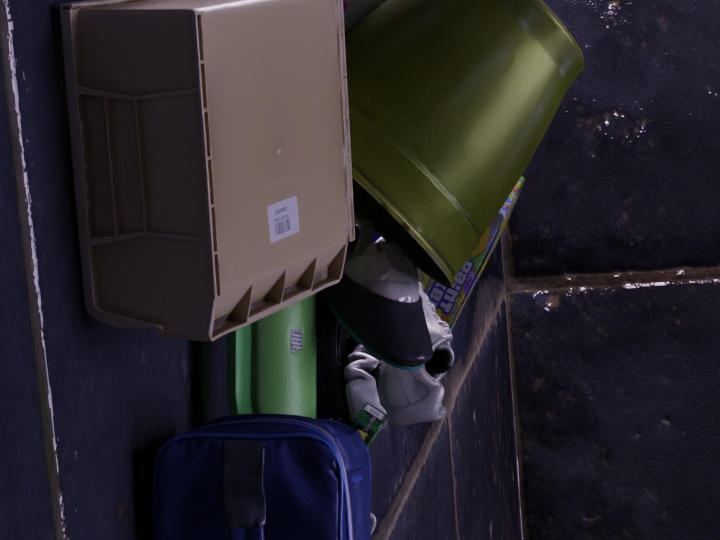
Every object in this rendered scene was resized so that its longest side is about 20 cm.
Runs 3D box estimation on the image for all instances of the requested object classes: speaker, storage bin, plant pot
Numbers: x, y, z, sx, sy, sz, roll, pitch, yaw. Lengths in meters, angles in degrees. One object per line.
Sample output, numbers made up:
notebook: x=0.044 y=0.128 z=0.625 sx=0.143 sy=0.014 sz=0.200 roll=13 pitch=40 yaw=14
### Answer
speaker: x=-0.072 y=0.058 z=1.524 sx=0.088 sy=0.088 sz=0.202 roll=52 pitch=37 yaw=-73
storage bin: x=-0.088 y=-0.075 z=1.305 sx=0.200 sy=0.093 sz=0.201 roll=-25 pitch=114 yaw=-63
storage bin: x=-0.041 y=0.063 z=1.679 sx=0.201 sy=0.093 sz=0.136 roll=-77 pitch=161 yaw=-60
plant pot: x=0.058 y=-0.126 z=1.545 sx=0.193 sy=0.200 sz=0.200 roll=-47 pitch=163 yaw=-3

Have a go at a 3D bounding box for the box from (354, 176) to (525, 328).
box: x=0.046 y=-0.005 z=1.869 sx=0.201 sy=0.121 sz=0.193 roll=-64 pitch=177 yaw=15

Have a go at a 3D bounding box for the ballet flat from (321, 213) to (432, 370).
ballet flat: x=0.000 y=0.000 z=1.561 sx=0.200 sy=0.073 sz=0.074 roll=46 pitch=-29 yaw=52

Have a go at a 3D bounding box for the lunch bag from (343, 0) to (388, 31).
lunch bag: x=-0.035 y=-0.243 z=1.652 sx=0.161 sy=0.077 sz=0.200 roll=60 pitch=-5 yaw=4

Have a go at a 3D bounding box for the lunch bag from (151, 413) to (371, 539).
lunch bag: x=-0.067 y=0.196 z=1.368 sx=0.132 sy=0.134 sz=0.202 roll=0 pitch=88 yaw=-79

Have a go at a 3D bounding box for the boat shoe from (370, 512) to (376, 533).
boat shoe: x=-0.025 y=0.223 z=1.697 sx=0.075 sy=0.086 sz=0.202 roll=-62 pitch=167 yaw=-10

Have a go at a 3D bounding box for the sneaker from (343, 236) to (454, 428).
sneaker: x=0.035 y=0.050 z=1.630 sx=0.201 sy=0.080 sz=0.076 roll=-84 pitch=165 yaw=-46

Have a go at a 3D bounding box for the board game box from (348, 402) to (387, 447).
board game box: x=-0.045 y=0.194 z=1.512 sx=0.201 sy=0.023 sz=0.105 roll=-60 pitch=174 yaw=12
